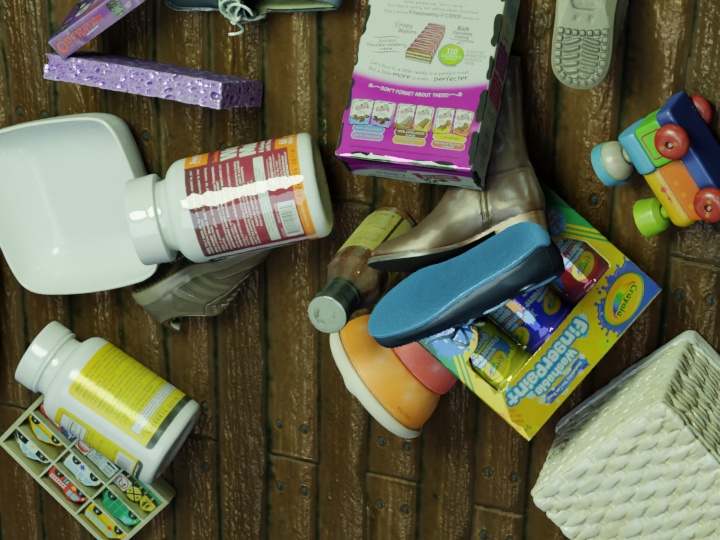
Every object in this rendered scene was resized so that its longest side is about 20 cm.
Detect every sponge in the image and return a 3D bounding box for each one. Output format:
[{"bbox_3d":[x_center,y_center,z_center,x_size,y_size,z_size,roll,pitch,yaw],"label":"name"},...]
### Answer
[{"bbox_3d":[-0.212,-0.197,1.695,0.199,0.112,0.030,11,101,17],"label":"sponge"}]

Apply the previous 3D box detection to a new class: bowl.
[{"bbox_3d":[-0.311,-0.080,1.814,0.199,0.075,0.201,-7,111,24],"label":"bowl"}]

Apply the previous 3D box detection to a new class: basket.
[{"bbox_3d":[0.311,0.207,1.652,0.198,0.161,0.200,47,120,-4],"label":"basket"}]

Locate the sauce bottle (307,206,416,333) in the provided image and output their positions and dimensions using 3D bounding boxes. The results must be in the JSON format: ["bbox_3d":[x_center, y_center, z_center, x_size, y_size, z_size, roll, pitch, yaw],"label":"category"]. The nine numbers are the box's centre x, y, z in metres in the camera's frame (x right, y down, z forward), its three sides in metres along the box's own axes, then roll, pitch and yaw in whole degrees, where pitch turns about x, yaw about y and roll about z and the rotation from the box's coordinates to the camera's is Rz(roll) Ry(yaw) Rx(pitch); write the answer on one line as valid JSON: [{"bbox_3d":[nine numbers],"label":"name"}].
[{"bbox_3d":[0.000,0.000,1.653,0.066,0.200,0.066,10,117,19],"label":"sauce bottle"}]

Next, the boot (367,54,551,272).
[{"bbox_3d":[0.081,-0.108,1.590,0.185,0.064,0.201,-13,76,7],"label":"boot"}]

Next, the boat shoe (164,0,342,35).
[{"bbox_3d":[-0.108,-0.275,1.637,0.199,0.075,0.062,-3,77,16],"label":"boat shoe"}]

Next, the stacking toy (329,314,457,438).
[{"bbox_3d":[0.081,0.066,1.717,0.200,0.146,0.146,-37,97,13],"label":"stacking toy"}]

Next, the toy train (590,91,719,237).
[{"bbox_3d":[0.313,-0.060,1.574,0.115,0.085,0.200,-26,103,40],"label":"toy train"}]

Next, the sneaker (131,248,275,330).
[{"bbox_3d":[-0.157,0.005,1.808,0.199,0.071,0.076,-22,124,32],"label":"sneaker"}]

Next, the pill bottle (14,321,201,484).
[{"bbox_3d":[-0.292,0.147,1.892,0.200,0.111,0.112,34,122,3],"label":"pill bottle"}]

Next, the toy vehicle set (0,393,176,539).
[{"bbox_3d":[-0.332,0.238,2.000,0.200,0.027,0.124,45,122,-3],"label":"toy vehicle set"}]

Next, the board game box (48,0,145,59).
[{"bbox_3d":[-0.218,-0.294,1.646,0.199,0.120,0.032,-29,119,30],"label":"board game box"}]

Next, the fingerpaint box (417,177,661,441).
[{"bbox_3d":[0.167,0.037,1.628,0.167,0.073,0.200,42,92,-1],"label":"fingerpaint box"}]

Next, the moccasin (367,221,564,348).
[{"bbox_3d":[0.101,0.030,1.538,0.199,0.081,0.068,-25,132,28],"label":"moccasin"}]

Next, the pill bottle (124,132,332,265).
[{"bbox_3d":[-0.135,-0.069,1.696,0.199,0.110,0.110,-11,111,5],"label":"pill bottle"}]

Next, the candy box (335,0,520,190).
[{"bbox_3d":[0.066,-0.185,1.556,0.136,0.061,0.201,8,77,18],"label":"candy box"}]

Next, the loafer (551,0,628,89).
[{"bbox_3d":[0.215,-0.269,1.520,0.075,0.068,0.201,13,102,11],"label":"loafer"}]
